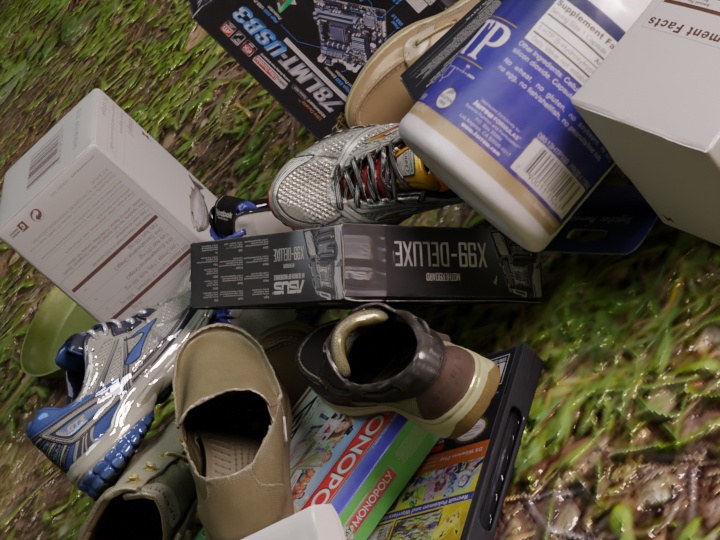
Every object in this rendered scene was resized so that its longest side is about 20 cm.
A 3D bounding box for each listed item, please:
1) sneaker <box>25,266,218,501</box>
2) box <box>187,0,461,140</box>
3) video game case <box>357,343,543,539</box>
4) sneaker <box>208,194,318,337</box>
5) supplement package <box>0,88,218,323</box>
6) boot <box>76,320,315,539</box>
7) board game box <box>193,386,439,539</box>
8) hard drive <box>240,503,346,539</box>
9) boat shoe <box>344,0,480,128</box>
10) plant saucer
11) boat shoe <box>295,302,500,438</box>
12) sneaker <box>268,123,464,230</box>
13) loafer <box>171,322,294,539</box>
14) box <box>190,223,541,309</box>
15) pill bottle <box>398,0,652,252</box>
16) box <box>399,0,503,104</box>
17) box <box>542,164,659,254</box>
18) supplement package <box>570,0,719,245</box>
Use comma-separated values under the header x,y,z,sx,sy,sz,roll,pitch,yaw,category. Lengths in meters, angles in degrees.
x,y,z,sx,sy,sz,roll,pitch,yaw,category
-0.166,0.060,1.264,0.200,0.085,0.077,-59,3,-36,sneaker
-0.003,-0.214,1.461,0.198,0.200,0.050,-41,26,14,box
0.014,0.145,1.118,0.199,0.025,0.181,-22,34,41,video game case
-0.086,0.006,1.370,0.200,0.115,0.080,-52,25,-11,sneaker
-0.187,-0.028,1.477,0.117,0.200,0.117,-40,26,14,supplement package
-0.106,0.127,1.218,0.200,0.072,0.155,-43,1,21,boot
-0.022,0.129,1.133,0.200,0.029,0.134,-53,25,-13,board game box
-0.075,0.234,1.042,0.199,0.026,0.133,-30,69,33,hard drive
0.070,-0.169,1.432,0.200,0.071,0.065,-39,25,13,boat shoe
-0.241,0.027,1.681,0.200,0.031,0.200,-36,27,21,plant saucer
0.011,0.050,1.087,0.073,0.065,0.200,-56,26,-16,boat shoe
0.028,-0.073,1.217,0.199,0.078,0.082,-14,-6,15,sneaker
-0.079,0.094,1.128,0.076,0.068,0.200,-14,39,-5,loafer
0.000,0.000,1.197,0.200,0.157,0.050,-4,86,56,box
0.129,-0.123,1.092,0.200,0.120,0.120,-49,25,-1,pill bottle
0.136,-0.163,1.313,0.200,0.079,0.141,-42,22,10,box
0.182,-0.098,1.153,0.201,0.032,0.121,-57,26,-16,box
0.242,-0.120,1.015,0.200,0.121,0.120,-51,37,-7,supplement package
